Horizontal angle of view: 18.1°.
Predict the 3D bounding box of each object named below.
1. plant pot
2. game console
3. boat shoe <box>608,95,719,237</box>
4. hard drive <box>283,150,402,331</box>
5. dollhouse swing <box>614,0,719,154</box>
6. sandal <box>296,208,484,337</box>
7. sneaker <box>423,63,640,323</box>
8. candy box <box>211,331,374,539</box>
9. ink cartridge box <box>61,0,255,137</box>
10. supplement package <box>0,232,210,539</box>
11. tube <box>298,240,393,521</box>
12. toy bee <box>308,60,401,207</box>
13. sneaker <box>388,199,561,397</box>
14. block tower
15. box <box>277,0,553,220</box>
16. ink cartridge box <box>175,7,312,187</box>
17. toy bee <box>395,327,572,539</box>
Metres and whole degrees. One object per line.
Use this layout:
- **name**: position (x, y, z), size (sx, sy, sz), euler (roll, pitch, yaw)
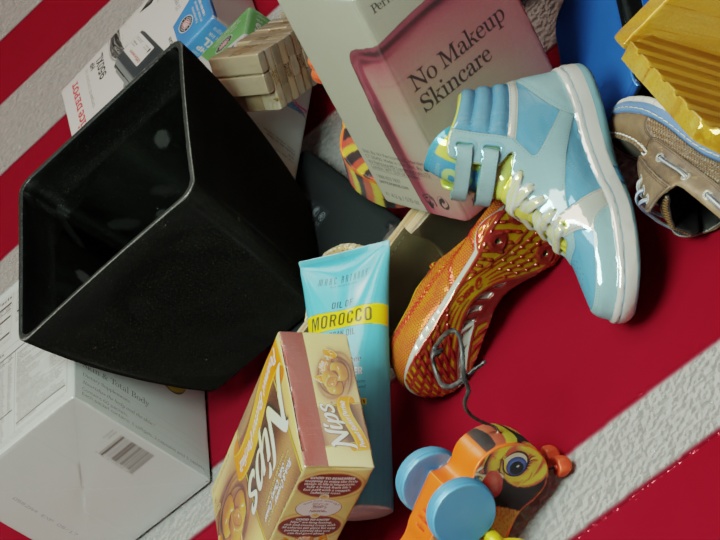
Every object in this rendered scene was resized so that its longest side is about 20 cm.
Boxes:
- **plant pot**: position (-0.142, -0.024, 1.804), size (0.200, 0.177, 0.200), euler (-41, 34, 23)
- **game console**: position (0.228, -0.184, 1.677), size (0.170, 0.118, 0.200), euler (-11, 44, 7)
- **boat shoe**: position (0.221, -0.064, 1.522), size (0.072, 0.072, 0.200), euler (-58, 31, -2)
- **hard drive**: position (-0.039, -0.010, 1.854), size (0.140, 0.033, 0.200), euler (-53, 31, 2)
- **dollhouse swing**: position (0.299, -0.162, 1.433), size (0.176, 0.181, 0.200), euler (-65, 26, 23)
- **sandal**: position (0.003, 0.003, 1.740), size (0.212, 0.078, 0.070), euler (-47, 44, -1)
- **sneaker**: position (0.115, -0.046, 1.560), size (0.080, 0.130, 0.200), euler (99, 162, -59)
- **candy box**: position (-0.052, 0.148, 1.602), size (0.200, 0.055, 0.116), euler (116, 150, -46)
- **ink cartridge box**: position (-0.188, -0.185, 2.170), size (0.200, 0.084, 0.145), euler (-45, 32, 16)
- **supplement package**: position (-0.232, 0.109, 1.886), size (0.151, 0.152, 0.200), euler (-38, 35, 24)
- **tube**: position (-0.006, 0.081, 1.649), size (0.077, 0.050, 0.200), euler (-11, 70, 22)
- **toy bee**: position (0.009, -0.139, 1.836), size (0.109, 0.131, 0.200), euler (3, 36, 14)
- **sneaker**: position (0.083, -0.002, 1.647), size (0.200, 0.073, 0.077), euler (-51, 33, 6)
- **block tower**: position (-0.047, -0.192, 1.916), size (0.058, 0.054, 0.200), euler (-1, 24, 36)
- **box**: position (0.050, -0.156, 1.653), size (0.128, 0.200, 0.109), euler (-41, 30, -20)
- **ink cartridge box**: position (-0.121, -0.113, 1.974), size (0.145, 0.087, 0.200), euler (-40, 27, 32)
- **toy bee**: position (0.086, 0.149, 1.495), size (0.200, 0.109, 0.131), euler (-65, 31, 34)
